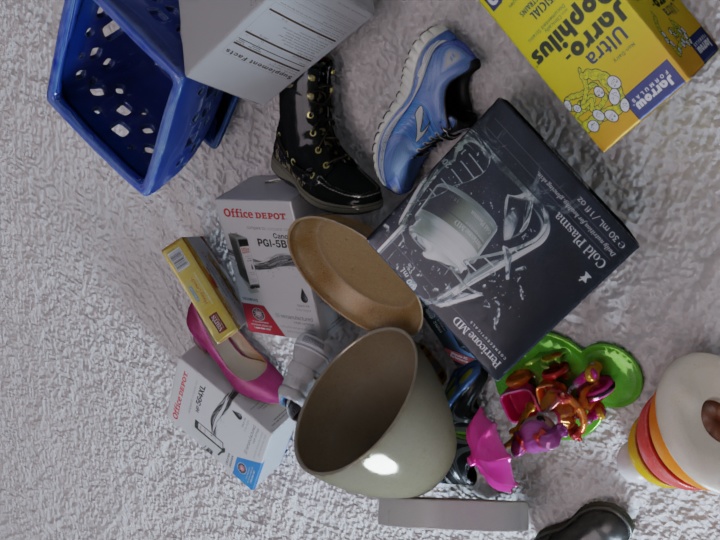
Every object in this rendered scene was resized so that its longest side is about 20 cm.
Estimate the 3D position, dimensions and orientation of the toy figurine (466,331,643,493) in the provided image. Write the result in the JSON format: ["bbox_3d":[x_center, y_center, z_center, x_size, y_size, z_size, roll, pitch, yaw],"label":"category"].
[{"bbox_3d":[0.203,0.173,1.010,0.197,0.184,0.153,-16,104,41],"label":"toy figurine"}]

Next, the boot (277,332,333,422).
[{"bbox_3d":[-0.075,0.161,1.218,0.072,0.097,0.201,22,161,15],"label":"boot"}]

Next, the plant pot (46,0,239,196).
[{"bbox_3d":[-0.255,-0.253,1.130,0.200,0.179,0.201,43,132,11],"label":"plant pot"}]

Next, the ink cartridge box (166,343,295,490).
[{"bbox_3d":[-0.207,0.225,1.421,0.198,0.084,0.148,34,130,17],"label":"ink cartridge box"}]

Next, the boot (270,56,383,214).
[{"bbox_3d":[-0.045,-0.166,1.067,0.202,0.072,0.157,34,131,44],"label":"boot"}]

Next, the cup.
[{"bbox_3d":[0.037,0.193,1.081,0.198,0.203,0.143,-21,128,42],"label":"cup"}]

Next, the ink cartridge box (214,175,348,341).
[{"bbox_3d":[-0.102,-0.018,1.208,0.144,0.083,0.204,4,117,36],"label":"ink cartridge box"}]

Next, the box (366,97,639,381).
[{"bbox_3d":[0.146,-0.036,0.923,0.200,0.124,0.197,45,106,2],"label":"box"}]

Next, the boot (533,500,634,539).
[{"bbox_3d":[0.240,0.389,1.088,0.073,0.199,0.182,46,133,5],"label":"boot"}]

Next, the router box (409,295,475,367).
[{"bbox_3d":[0.124,-0.003,1.056,0.149,0.062,0.202,-35,90,42],"label":"router box"}]

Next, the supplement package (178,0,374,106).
[{"bbox_3d":[-0.099,-0.298,0.990,0.198,0.118,0.124,-28,62,38],"label":"supplement package"}]

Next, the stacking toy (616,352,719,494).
[{"bbox_3d":[0.339,0.190,0.973,0.146,0.146,0.201,46,148,7],"label":"stacking toy"}]

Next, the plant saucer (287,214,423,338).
[{"bbox_3d":[0.000,0.000,1.072,0.198,0.036,0.202,29,150,18],"label":"plant saucer"}]

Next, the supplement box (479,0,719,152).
[{"bbox_3d":[0.217,-0.234,0.826,0.201,0.109,0.109,50,133,3],"label":"supplement box"}]

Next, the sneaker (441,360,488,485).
[{"bbox_3d":[0.141,0.200,1.162,0.081,0.071,0.204,12,121,9],"label":"sneaker"}]

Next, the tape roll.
[{"bbox_3d":[0.119,0.314,1.154,0.200,0.201,0.038,-8,73,39],"label":"tape roll"}]

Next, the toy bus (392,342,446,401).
[{"bbox_3d":[0.028,0.174,1.227,0.079,0.065,0.200,48,133,2],"label":"toy bus"}]

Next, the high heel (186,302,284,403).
[{"bbox_3d":[-0.185,0.121,1.347,0.199,0.067,0.097,39,149,22],"label":"high heel"}]

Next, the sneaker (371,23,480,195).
[{"bbox_3d":[0.076,-0.164,0.995,0.088,0.078,0.203,36,130,19],"label":"sneaker"}]

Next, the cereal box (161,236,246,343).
[{"bbox_3d":[-0.212,0.021,1.257,0.039,0.200,0.146,-32,94,1],"label":"cereal box"}]
